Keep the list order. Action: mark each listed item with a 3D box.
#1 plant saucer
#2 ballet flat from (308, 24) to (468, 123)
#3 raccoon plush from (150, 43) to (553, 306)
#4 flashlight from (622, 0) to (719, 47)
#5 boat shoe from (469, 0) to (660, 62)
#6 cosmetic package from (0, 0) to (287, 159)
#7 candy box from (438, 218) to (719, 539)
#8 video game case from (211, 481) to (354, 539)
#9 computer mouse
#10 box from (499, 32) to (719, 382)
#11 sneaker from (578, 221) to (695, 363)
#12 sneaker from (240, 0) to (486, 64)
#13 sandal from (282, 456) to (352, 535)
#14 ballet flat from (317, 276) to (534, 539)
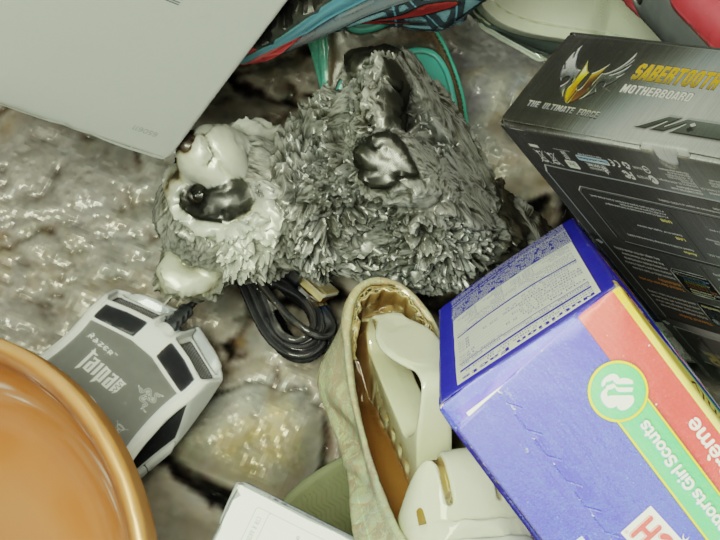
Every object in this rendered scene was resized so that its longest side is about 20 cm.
[{"bbox_3d":[-0.160,0.125,0.755,0.198,0.037,0.203,-3,83,24],"label":"plant saucer"},{"bbox_3d":[0.007,-0.103,0.896,0.067,0.070,0.202,-15,97,-1],"label":"ballet flat"},{"bbox_3d":[0.000,0.000,0.832,0.133,0.200,0.097,-32,22,22],"label":"raccoon plush"},{"bbox_3d":[0.147,-0.112,0.781,0.068,0.068,0.200,-31,36,1],"label":"flashlight"},{"bbox_3d":[0.136,-0.116,0.915,0.198,0.062,0.074,15,87,-15],"label":"boat shoe"},{"bbox_3d":[-0.091,-0.193,0.768,0.122,0.200,0.201,17,38,-36],"label":"cosmetic package"},{"bbox_3d":[0.104,0.076,0.701,0.077,0.200,0.170,-36,95,7],"label":"candy box"},{"bbox_3d":[0.002,0.207,0.733,0.198,0.045,0.183,25,79,11],"label":"video game case"},{"bbox_3d":[-0.103,0.047,0.841,0.109,0.044,0.200,40,63,12],"label":"computer mouse"},{"bbox_3d":[0.159,-0.006,0.673,0.048,0.199,0.158,-50,118,-12],"label":"box"},{"bbox_3d":[0.193,-0.028,0.835,0.198,0.147,0.081,-20,35,6],"label":"sneaker"},{"bbox_3d":[0.005,-0.121,0.814,0.198,0.095,0.080,-12,67,34],"label":"sneaker"},{"bbox_3d":[0.036,0.087,0.813,0.200,0.058,0.080,-34,68,-17],"label":"sandal"},{"bbox_3d":[0.025,0.076,0.731,0.067,0.063,0.201,-5,38,-20],"label":"ballet flat"}]
